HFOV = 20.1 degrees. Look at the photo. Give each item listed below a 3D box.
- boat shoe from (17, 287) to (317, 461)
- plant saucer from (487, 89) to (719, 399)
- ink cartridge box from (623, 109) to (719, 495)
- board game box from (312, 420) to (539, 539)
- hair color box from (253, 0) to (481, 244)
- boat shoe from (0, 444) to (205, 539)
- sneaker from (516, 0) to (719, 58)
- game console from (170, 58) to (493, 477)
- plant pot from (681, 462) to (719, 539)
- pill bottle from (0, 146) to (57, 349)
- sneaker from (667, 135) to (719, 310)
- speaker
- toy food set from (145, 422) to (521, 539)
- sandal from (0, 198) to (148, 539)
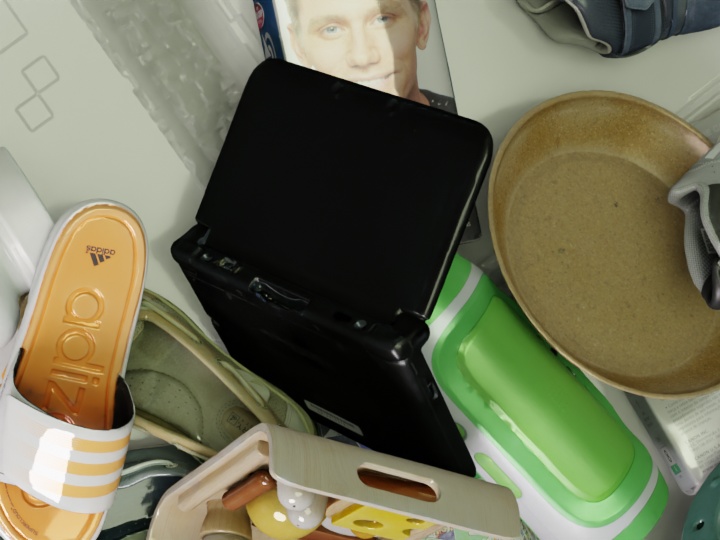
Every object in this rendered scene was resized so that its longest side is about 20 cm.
[{"bbox_3d":[-0.117,0.060,1.161,0.200,0.063,0.073,34,91,12],"label":"boat shoe"},{"bbox_3d":[0.157,-0.011,1.214,0.199,0.035,0.202,11,61,-22],"label":"plant saucer"},{"bbox_3d":[0.225,0.016,1.281,0.160,0.050,0.201,-28,79,-10],"label":"ink cartridge box"},{"bbox_3d":[0.048,0.150,1.244,0.134,0.029,0.202,-11,93,-13],"label":"board game box"},{"bbox_3d":[0.001,-0.106,1.212,0.099,0.060,0.202,-13,93,-12],"label":"hair color box"},{"bbox_3d":[-0.180,0.148,1.178,0.198,0.062,0.073,-15,96,-11],"label":"boat shoe"},{"bbox_3d":[0.151,-0.230,1.232,0.145,0.077,0.204,-20,97,-14],"label":"sneaker"},{"bbox_3d":[0.000,0.000,1.133,0.116,0.199,0.177,-44,130,-22],"label":"game console"},{"bbox_3d":[0.282,0.182,1.191,0.161,0.200,0.201,44,83,-24],"label":"plant pot"},{"bbox_3d":[-0.262,0.017,1.132,0.199,0.112,0.113,-33,98,-10],"label":"pill bottle"},{"bbox_3d":[0.259,0.006,1.189,0.115,0.075,0.200,-36,67,-28],"label":"sneaker"},{"bbox_3d":[0.091,0.082,1.192,0.088,0.088,0.200,-45,103,-8],"label":"speaker"},{"bbox_3d":[-0.020,0.146,1.101,0.143,0.200,0.061,16,65,-20],"label":"toy food set"},{"bbox_3d":[-0.159,0.065,1.103,0.079,0.059,0.208,8,102,-17],"label":"sandal"}]
